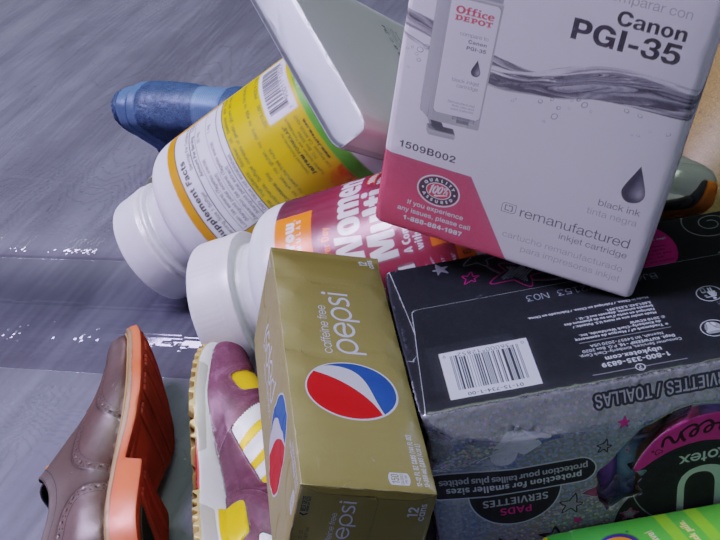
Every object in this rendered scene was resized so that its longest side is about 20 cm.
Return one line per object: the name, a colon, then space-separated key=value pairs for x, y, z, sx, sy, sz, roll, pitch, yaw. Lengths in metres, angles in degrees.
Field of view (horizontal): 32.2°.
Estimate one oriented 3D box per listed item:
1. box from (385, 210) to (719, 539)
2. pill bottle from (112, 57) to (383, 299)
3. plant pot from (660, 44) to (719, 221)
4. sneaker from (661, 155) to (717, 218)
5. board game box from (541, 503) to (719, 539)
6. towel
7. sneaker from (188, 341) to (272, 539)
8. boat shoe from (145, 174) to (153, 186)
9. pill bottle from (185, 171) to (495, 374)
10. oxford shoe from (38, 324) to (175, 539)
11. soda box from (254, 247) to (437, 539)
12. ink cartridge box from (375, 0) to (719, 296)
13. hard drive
box: x=0.125 y=0.064 z=0.666 sx=0.199 sy=0.115 sz=0.132 roll=-11 pitch=34 yaw=-1
pill bottle: x=-0.072 y=-0.063 z=0.861 sx=0.200 sy=0.111 sz=0.111 roll=-32 pitch=26 yaw=22
plant pot: x=0.269 y=-0.081 z=0.816 sx=0.200 sy=0.187 sz=0.186 roll=-40 pitch=41 yaw=-16
sneaker: x=0.136 y=-0.099 z=0.761 sx=0.200 sy=0.092 sz=0.076 roll=30 pitch=13 yaw=39
board game box: x=0.192 y=0.150 z=0.597 sx=0.199 sy=0.030 sz=0.096 roll=-8 pitch=32 yaw=-3
towel: x=-0.093 y=-0.120 z=1.013 sx=0.199 sy=0.112 sz=0.049 roll=8 pitch=81 yaw=20
sneaker: x=-0.047 y=0.112 z=0.685 sx=0.090 sy=0.075 sz=0.200 roll=-3 pitch=38 yaw=-7
boat shoe: x=-0.067 y=-0.071 z=0.963 sx=0.199 sy=0.072 sz=0.068 roll=4 pitch=34 yaw=25
pill bottle: x=0.000 y=0.000 z=0.773 sx=0.199 sy=0.110 sz=0.110 roll=-16 pitch=30 yaw=18
oxford shoe: x=-0.150 y=0.103 z=0.720 sx=0.072 sy=0.071 sz=0.200 roll=-13 pitch=33 yaw=3
soda box: x=-0.014 y=0.068 z=0.630 sx=0.064 sy=0.068 sz=0.200 roll=5 pitch=31 yaw=-12
ink cartridge box: x=0.095 y=-0.105 z=0.612 sx=0.146 sy=0.201 sz=0.083 roll=18 pitch=40 yaw=12
hard drive: x=0.011 y=-0.123 z=0.803 sx=0.027 sy=0.132 sz=0.200 roll=-36 pitch=-18 yaw=21
